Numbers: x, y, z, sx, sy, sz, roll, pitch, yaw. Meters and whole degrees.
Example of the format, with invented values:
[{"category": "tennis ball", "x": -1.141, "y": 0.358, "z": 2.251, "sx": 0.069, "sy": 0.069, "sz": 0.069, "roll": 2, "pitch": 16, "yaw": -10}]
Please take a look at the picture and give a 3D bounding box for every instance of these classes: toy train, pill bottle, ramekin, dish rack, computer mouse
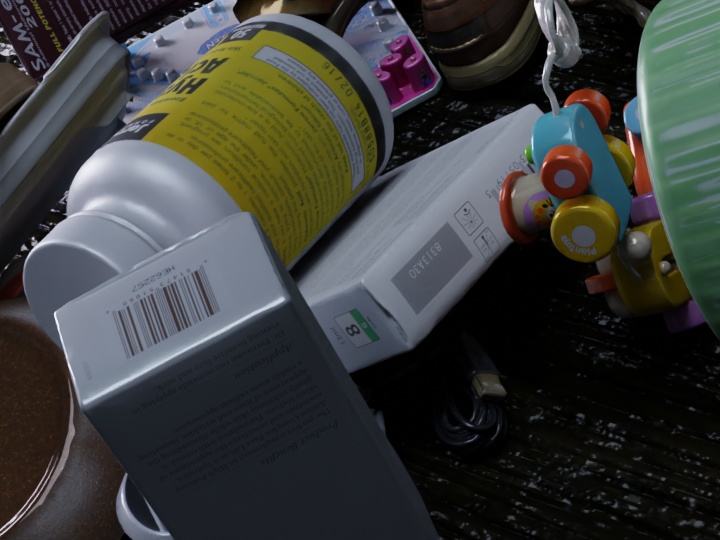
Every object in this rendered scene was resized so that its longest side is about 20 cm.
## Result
[{"category": "toy train", "x": 0.115, "y": -0.047, "z": 1.053, "sx": 0.056, "sy": 0.200, "sz": 0.151, "roll": -18, "pitch": 64, "yaw": 25}, {"category": "pill bottle", "x": -0.077, "y": -0.036, "z": 1.101, "sx": 0.111, "sy": 0.112, "sz": 0.200, "roll": 5, "pitch": 38, "yaw": 34}, {"category": "ramekin", "x": 0.202, "y": -0.050, "z": 0.979, "sx": 0.097, "sy": 0.200, "sz": 0.200, "roll": -16, "pitch": 41, "yaw": 27}, {"category": "dish rack", "x": -0.190, "y": -0.045, "z": 1.242, "sx": 0.200, "sy": 0.044, "sz": 0.172, "roll": -52, "pitch": 2, "yaw": -10}, {"category": "computer mouse", "x": -0.025, "y": 0.086, "z": 1.084, "sx": 0.200, "sy": 0.044, "sz": 0.110, "roll": -26, "pitch": 44, "yaw": -6}]

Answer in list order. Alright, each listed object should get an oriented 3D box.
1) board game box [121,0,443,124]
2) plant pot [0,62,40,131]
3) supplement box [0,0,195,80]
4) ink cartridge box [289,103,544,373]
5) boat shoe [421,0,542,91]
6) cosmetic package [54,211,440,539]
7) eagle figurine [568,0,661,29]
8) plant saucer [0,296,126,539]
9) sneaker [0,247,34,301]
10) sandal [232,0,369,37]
[{"category": "board game box", "x": -0.070, "y": -0.123, "z": 1.342, "sx": 0.200, "sy": 0.026, "sz": 0.200, "roll": -28, "pitch": 39, "yaw": 0}, {"category": "plant pot", "x": -0.271, "y": -0.048, "z": 1.217, "sx": 0.201, "sy": 0.093, "sz": 0.201, "roll": -54, "pitch": 1, "yaw": 2}, {"category": "supplement box", "x": -0.111, "y": -0.190, "z": 1.309, "sx": 0.200, "sy": 0.061, "sz": 0.109, "roll": -28, "pitch": 5, "yaw": 18}, {"category": "ink cartridge box", "x": 0.000, "y": 0.000, "z": 1.124, "sx": 0.200, "sy": 0.050, "sz": 0.161, "roll": -26, "pitch": 16, "yaw": 51}, {"category": "boat shoe", "x": 0.081, "y": -0.195, "z": 1.293, "sx": 0.072, "sy": 0.068, "sz": 0.200, "roll": -11, "pitch": 42, "yaw": 32}, {"category": "cosmetic package", "x": -0.043, "y": 0.081, "z": 0.972, "sx": 0.101, "sy": 0.200, "sz": 0.074, "roll": -27, "pitch": 40, "yaw": 1}, {"category": "eagle figurine", "x": 0.161, "y": -0.237, "z": 1.188, "sx": 0.152, "sy": 0.151, "sz": 0.200, "roll": 34, "pitch": 108, "yaw": 48}, {"category": "plant saucer", "x": -0.201, "y": 0.096, "z": 1.139, "sx": 0.200, "sy": 0.037, "sz": 0.201, "roll": -12, "pitch": 58, "yaw": 21}, {"category": "sneaker", "x": -0.110, "y": -0.007, "z": 1.216, "sx": 0.200, "sy": 0.077, "sz": 0.082, "roll": -41, "pitch": 48, "yaw": 2}, {"category": "sandal", "x": -0.037, "y": -0.161, "z": 1.300, "sx": 0.080, "sy": 0.054, "sz": 0.200, "roll": 14, "pitch": 55, "yaw": 39}]
